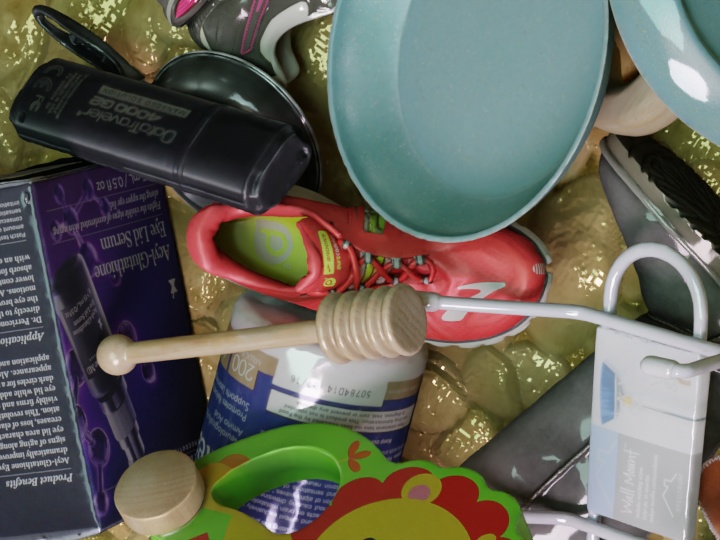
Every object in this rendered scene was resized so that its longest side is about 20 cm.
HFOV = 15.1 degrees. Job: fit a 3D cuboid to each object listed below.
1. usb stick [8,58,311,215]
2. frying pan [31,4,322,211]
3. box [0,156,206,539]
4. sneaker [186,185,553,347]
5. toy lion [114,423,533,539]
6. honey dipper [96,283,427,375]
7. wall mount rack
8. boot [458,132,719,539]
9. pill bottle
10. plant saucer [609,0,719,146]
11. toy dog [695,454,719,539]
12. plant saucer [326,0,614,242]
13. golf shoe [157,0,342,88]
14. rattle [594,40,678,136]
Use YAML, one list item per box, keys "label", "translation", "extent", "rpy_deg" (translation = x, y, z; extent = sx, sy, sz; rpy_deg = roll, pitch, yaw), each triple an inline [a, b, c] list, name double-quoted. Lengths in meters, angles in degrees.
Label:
- label: "usb stick"
  translation: [-0.111, -0.074, 1.467]
  extent: [0.200, 0.033, 0.055]
  rpy_deg: [18, 67, 39]
- label: "frying pan"
  translation: [-0.099, -0.096, 1.505]
  extent: [0.190, 0.031, 0.115]
  rpy_deg: [47, 136, -5]
- label: "box"
  translation: [-0.172, 0.043, 1.527]
  extent: [0.104, 0.148, 0.200]
  rpy_deg: [-9, 96, 25]
- label: "sneaker"
  translation: [0.000, 0.000, 1.425]
  extent: [0.200, 0.085, 0.077]
  rpy_deg: [7, 96, 20]
- label: "toy lion"
  translation: [-0.011, 0.148, 1.353]
  extent: [0.192, 0.200, 0.069]
  rpy_deg: [-23, 131, 1]
- label: "honey dipper"
  translation: [-0.057, 0.036, 1.416]
  extent: [0.200, 0.038, 0.038]
  rpy_deg: [-8, 96, 35]
- label: "wall mount rack"
  translation: [0.104, 0.081, 1.373]
  extent: [0.174, 0.075, 0.200]
  rpy_deg: [15, 109, 40]
- label: "boot"
  translation: [0.127, 0.049, 1.431]
  extent: [0.200, 0.073, 0.182]
  rpy_deg: [-42, 80, 26]
- label: "pill bottle"
  translation: [-0.038, 0.118, 1.497]
  extent: [0.111, 0.111, 0.200]
  rpy_deg: [21, 107, 20]
- label: "plant saucer"
  translation: [0.213, -0.151, 1.307]
  extent: [0.027, 0.200, 0.200]
  rpy_deg: [-10, 97, 70]
- label: "toy dog"
  translation: [0.235, 0.124, 1.373]
  extent: [0.132, 0.096, 0.200]
  rpy_deg: [29, 104, 15]
- label: "plant saucer"
  translation: [0.062, -0.112, 1.384]
  extent: [0.200, 0.036, 0.200]
  rpy_deg: [-8, 79, 47]
- label: "golf shoe"
  translation: [-0.024, -0.189, 1.464]
  extent: [0.088, 0.077, 0.200]
  rpy_deg: [42, 122, 5]
- label: "rattle"
  translation: [0.155, -0.118, 1.415]
  extent: [0.200, 0.143, 0.130]
  rpy_deg: [-41, 67, 52]
